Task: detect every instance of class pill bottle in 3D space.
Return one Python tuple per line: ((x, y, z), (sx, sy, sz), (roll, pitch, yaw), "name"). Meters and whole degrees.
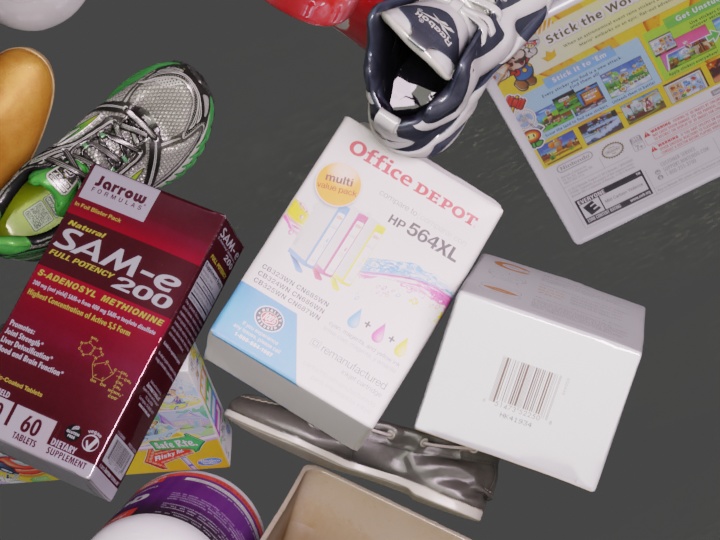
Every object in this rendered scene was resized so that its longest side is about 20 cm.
((-0.135, 0.212, 1.551), (0.112, 0.200, 0.112), (1, 97, 7), "pill bottle")

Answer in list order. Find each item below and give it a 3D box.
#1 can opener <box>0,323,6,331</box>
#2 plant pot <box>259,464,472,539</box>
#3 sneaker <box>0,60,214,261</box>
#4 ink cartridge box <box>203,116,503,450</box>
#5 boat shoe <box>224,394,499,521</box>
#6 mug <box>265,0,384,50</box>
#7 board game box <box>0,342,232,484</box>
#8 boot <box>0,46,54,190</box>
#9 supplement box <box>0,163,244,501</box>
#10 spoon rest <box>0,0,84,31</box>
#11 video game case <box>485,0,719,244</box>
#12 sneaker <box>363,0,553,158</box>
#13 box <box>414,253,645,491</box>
((-0.245, 0.050, 1.614), (0.200, 0.053, 0.066), (14, 64, 1), "can opener")
((-0.002, 0.286, 1.557), (0.200, 0.200, 0.177), (25, 112, 4), "plant pot")
((-0.184, -0.070, 1.578), (0.200, 0.085, 0.078), (-41, 91, 10), "sneaker")
((0.000, 0.000, 1.520), (0.129, 0.125, 0.200), (31, 78, 2), "ink cartridge box")
((0.004, 0.119, 1.594), (0.200, 0.067, 0.057), (22, 80, -1), "boat shoe")
((-0.036, -0.247, 1.494), (0.200, 0.178, 0.133), (33, 98, 7), "mug")
((-0.203, 0.100, 1.585), (0.200, 0.134, 0.034), (-5, 55, 9), "board game box")
((-0.294, -0.067, 1.563), (0.071, 0.144, 0.201), (37, 100, 1), "boot")
((-0.173, 0.040, 1.496), (0.109, 0.061, 0.200), (21, 73, 17), "supplement box")
((-0.274, -0.256, 1.587), (0.200, 0.061, 0.099), (43, 102, -13), "spoon rest")
((0.197, -0.129, 1.509), (0.200, 0.023, 0.182), (-26, 123, 11), "video game case")
((0.062, -0.163, 1.406), (0.079, 0.130, 0.199), (37, 98, 7), "sneaker")
((0.117, 0.063, 1.497), (0.124, 0.200, 0.098), (19, 100, 5), "box")
